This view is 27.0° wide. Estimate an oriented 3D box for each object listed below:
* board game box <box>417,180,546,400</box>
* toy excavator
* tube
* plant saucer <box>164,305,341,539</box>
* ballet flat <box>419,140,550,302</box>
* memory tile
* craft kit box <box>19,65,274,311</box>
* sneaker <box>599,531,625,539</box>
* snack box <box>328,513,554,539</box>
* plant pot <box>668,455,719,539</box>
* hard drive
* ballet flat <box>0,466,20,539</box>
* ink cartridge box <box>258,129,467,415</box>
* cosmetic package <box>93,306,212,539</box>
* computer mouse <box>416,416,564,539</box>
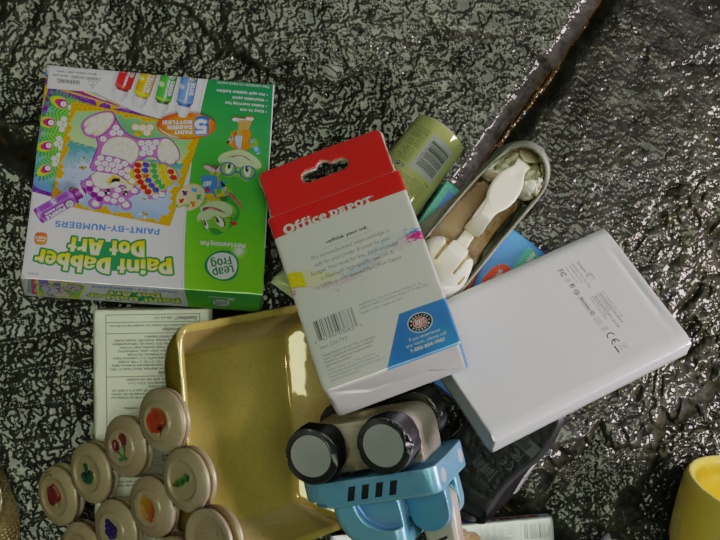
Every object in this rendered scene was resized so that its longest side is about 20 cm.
[{"bbox_3d":[0.110,0.041,1.318,0.199,0.045,0.153,35,86,-4],"label":"board game box"},{"bbox_3d":[0.055,0.201,1.231,0.193,0.100,0.202,-10,98,22],"label":"toy excavator"},{"bbox_3d":[0.011,-0.044,1.291,0.201,0.058,0.052,-53,131,-16],"label":"tube"},{"bbox_3d":[-0.093,0.134,1.244,0.048,0.199,0.202,-1,94,36],"label":"plant saucer"},{"bbox_3d":[0.087,-0.031,1.264,0.067,0.064,0.200,40,85,-3],"label":"ballet flat"},{"bbox_3d":[-0.179,0.195,1.183,0.200,0.017,0.154,-36,73,36],"label":"memory tile"},{"bbox_3d":[-0.175,-0.070,1.260,0.198,0.049,0.199,4,70,-6],"label":"craft kit box"},{"bbox_3d":[0.158,0.304,1.289,0.086,0.075,0.201,30,98,-1],"label":"sneaker"},{"bbox_3d":[0.073,0.259,1.319,0.198,0.024,0.073,-4,91,-6],"label":"snack box"},{"bbox_3d":[0.348,0.283,1.274,0.199,0.201,0.191,13,102,-6],"label":"plant pot"},{"bbox_3d":[0.157,0.054,1.249,0.199,0.026,0.132,-24,62,-20],"label":"hard drive"},{"bbox_3d":[-0.342,0.157,1.256,0.070,0.065,0.201,-23,91,-6],"label":"ballet flat"},{"bbox_3d":[0.000,0.000,1.215,0.115,0.067,0.201,-20,66,2],"label":"ink cartridge box"},{"bbox_3d":[-0.175,0.132,1.272,0.104,0.071,0.202,1,88,-7],"label":"cosmetic package"},{"bbox_3d":[0.080,0.153,1.286,0.140,0.046,0.201,36,101,18],"label":"computer mouse"}]
